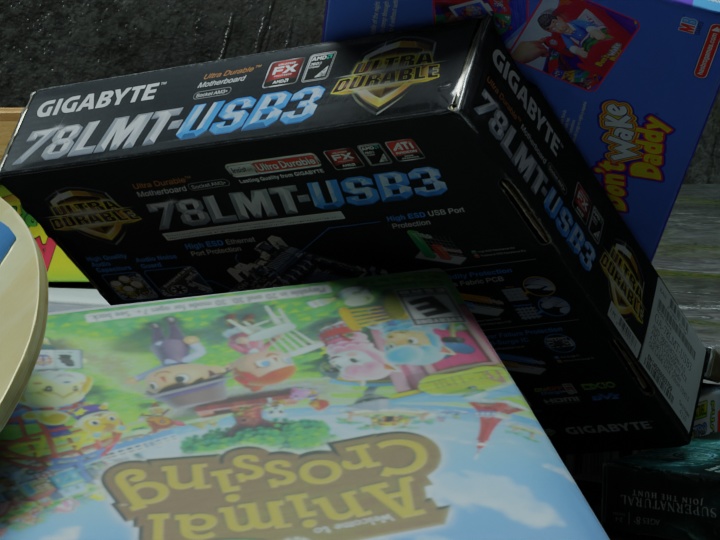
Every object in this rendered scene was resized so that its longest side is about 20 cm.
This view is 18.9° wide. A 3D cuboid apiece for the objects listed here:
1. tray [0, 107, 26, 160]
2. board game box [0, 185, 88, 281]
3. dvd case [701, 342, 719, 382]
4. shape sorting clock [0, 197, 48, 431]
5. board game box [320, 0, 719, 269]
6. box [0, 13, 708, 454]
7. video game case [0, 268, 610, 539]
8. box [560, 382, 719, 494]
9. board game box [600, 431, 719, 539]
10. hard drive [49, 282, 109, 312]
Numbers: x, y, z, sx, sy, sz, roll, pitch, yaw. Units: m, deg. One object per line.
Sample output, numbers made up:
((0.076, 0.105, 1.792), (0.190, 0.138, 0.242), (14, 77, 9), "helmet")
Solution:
((-0.106, -0.063, 1.056), (0.199, 0.037, 0.099), (-2, 4, -7), "tray")
((-0.168, -0.020, 1.066), (0.199, 0.048, 0.102), (0, 1, 8), "board game box")
((0.085, 0.022, 0.944), (0.148, 0.016, 0.200), (16, 0, 12), "dvd case")
((-0.183, 0.042, 0.644), (0.199, 0.039, 0.200), (-13, 41, 11), "shape sorting clock")
((0.053, -0.062, 0.764), (0.134, 0.045, 0.200), (17, -31, 4), "board game box")
((0.000, 0.000, 0.796), (0.199, 0.050, 0.199), (-7, -42, 32), "box")
((-0.045, 0.057, 0.644), (0.199, 0.022, 0.182), (-6, 28, -13), "video game case")
((0.051, 0.065, 0.948), (0.199, 0.035, 0.110), (4, 6, 31), "box")
((0.201, 0.080, 0.834), (0.135, 0.028, 0.200), (4, 7, 38), "board game box")
((-0.088, 0.022, 1.012), (0.199, 0.027, 0.132), (3, 3, 30), "hard drive")
